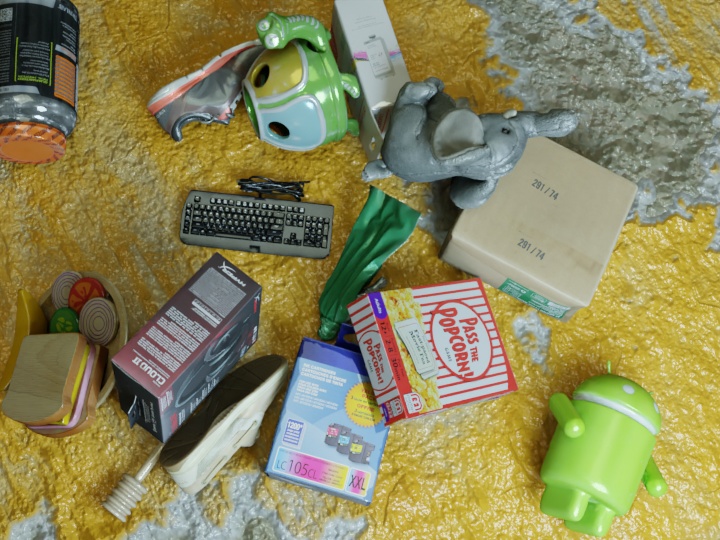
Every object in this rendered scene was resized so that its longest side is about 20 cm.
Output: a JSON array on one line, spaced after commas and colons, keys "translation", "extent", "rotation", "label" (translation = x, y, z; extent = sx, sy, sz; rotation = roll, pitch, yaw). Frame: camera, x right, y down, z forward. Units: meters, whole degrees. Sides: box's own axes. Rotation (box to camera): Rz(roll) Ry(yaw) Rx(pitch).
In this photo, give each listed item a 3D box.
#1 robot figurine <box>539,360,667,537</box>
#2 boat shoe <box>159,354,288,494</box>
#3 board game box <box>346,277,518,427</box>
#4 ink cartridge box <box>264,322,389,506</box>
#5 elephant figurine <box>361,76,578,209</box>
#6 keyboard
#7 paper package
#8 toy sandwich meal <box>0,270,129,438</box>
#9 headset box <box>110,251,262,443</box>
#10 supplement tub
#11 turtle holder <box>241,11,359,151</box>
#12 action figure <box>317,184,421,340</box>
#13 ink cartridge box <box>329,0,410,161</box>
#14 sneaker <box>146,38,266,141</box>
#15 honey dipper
[{"translation": [0.292, 0.217, 1.263], "extent": [0.175, 0.115, 0.202], "rotation": [34, 72, -19], "label": "robot figurine"}, {"translation": [-0.156, 0.185, 1.266], "extent": [0.200, 0.072, 0.065], "rotation": [-46, 124, -26], "label": "boat shoe"}, {"translation": [0.091, 0.095, 1.266], "extent": [0.198, 0.046, 0.153], "rotation": [-7, 73, -41], "label": "board game box"}, {"translation": [-0.027, 0.170, 1.273], "extent": [0.135, 0.076, 0.202], "rotation": [15, 73, -1], "label": "ink cartridge box"}, {"translation": [0.130, -0.149, 1.250], "extent": [0.199, 0.141, 0.157], "rotation": [31, 114, 36], "label": "elephant figurine"}, {"translation": [-0.133, -0.077, 1.347], "extent": [0.197, 0.040, 0.106], "rotation": [5, 75, -4], "label": "keyboard"}, {"translation": [0.226, -0.063, 1.341], "extent": [0.198, 0.104, 0.192], "rotation": [27, 76, 2], "label": "paper package"}, {"translation": [-0.357, 0.094, 1.226], "extent": [0.203, 0.070, 0.208], "rotation": [-10, 70, 30], "label": "toy sandwich meal"}, {"translation": [-0.207, 0.099, 1.215], "extent": [0.077, 0.149, 0.200], "rotation": [34, 62, 11], "label": "headset box"}, {"translation": [-0.422, -0.247, 1.326], "extent": [0.121, 0.123, 0.203], "rotation": [-1, 74, -5], "label": "supplement tub"}, {"translation": [-0.079, -0.231, 1.316], "extent": [0.130, 0.186, 0.143], "rotation": [-19, 78, -11], "label": "turtle holder"}, {"translation": [0.000, 0.000, 1.316], "extent": [0.054, 0.118, 0.201], "rotation": [29, 94, -36], "label": "action figure"}, {"translation": [0.020, -0.247, 1.366], "extent": [0.067, 0.117, 0.202], "rotation": [-15, 78, -9], "label": "ink cartridge box"}, {"translation": [-0.181, -0.237, 1.378], "extent": [0.198, 0.077, 0.083], "rotation": [-31, 92, -3], "label": "sneaker"}, {"translation": [-0.238, 0.213, 1.265], "extent": [0.038, 0.038, 0.201], "rotation": [36, 72, 5], "label": "honey dipper"}]
